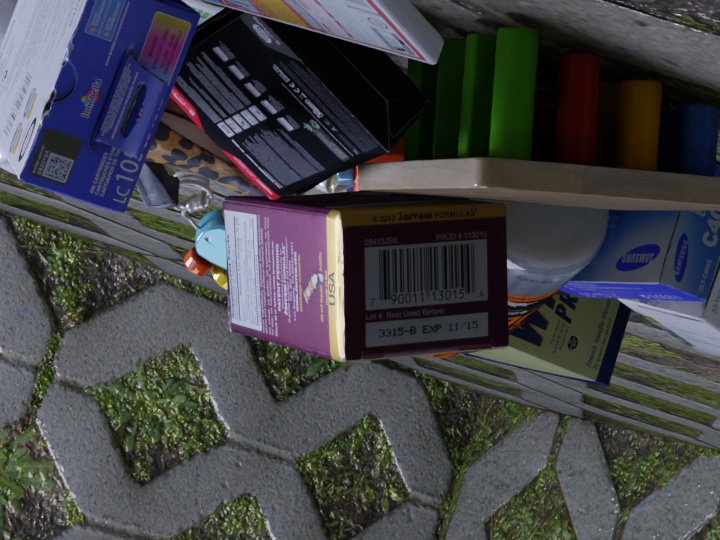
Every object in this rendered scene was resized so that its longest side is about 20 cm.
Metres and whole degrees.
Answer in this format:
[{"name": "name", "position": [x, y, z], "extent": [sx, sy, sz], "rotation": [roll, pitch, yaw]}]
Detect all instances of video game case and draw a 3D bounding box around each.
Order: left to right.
[{"name": "video game case", "position": [-0.063, -0.168, 1.194], "extent": [0.199, 0.018, 0.143], "rotation": [18, 173, 22]}]

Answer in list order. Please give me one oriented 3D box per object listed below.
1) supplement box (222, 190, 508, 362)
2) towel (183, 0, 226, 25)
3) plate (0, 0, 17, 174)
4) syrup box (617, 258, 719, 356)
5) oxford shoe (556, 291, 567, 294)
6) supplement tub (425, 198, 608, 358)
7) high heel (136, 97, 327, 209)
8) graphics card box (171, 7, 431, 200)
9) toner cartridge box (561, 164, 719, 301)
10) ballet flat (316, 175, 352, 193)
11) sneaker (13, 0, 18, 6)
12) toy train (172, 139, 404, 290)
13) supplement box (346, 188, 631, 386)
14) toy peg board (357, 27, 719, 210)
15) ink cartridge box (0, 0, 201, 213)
[{"name": "supplement box", "position": [0.000, 0.000, 1.499], "extent": [0.130, 0.104, 0.200], "rotation": [-4, -173, -25]}, {"name": "towel", "position": [-0.078, -0.162, 1.514], "extent": [0.152, 0.024, 0.200], "rotation": [20, 174, -12]}, {"name": "plate", "position": [-0.297, -0.153, 1.567], "extent": [0.199, 0.032, 0.200], "rotation": [36, 150, -6]}, {"name": "syrup box", "position": [0.293, 0.018, 1.798], "extent": [0.081, 0.079, 0.200], "rotation": [14, 173, 31]}, {"name": "oxford shoe", "position": [0.216, -0.031, 1.681], "extent": [0.071, 0.072, 0.199], "rotation": [9, 165, -43]}, {"name": "supplement tub", "position": [0.090, -0.015, 1.600], "extent": [0.122, 0.123, 0.200], "rotation": [19, 151, -13]}, {"name": "high heel", "position": [-0.088, -0.111, 1.552], "extent": [0.199, 0.072, 0.143], "rotation": [-14, 146, 7]}, {"name": "graphics card box", "position": [-0.050, -0.118, 1.384], "extent": [0.125, 0.051, 0.200], "rotation": [46, 159, -11]}, {"name": "toner cartridge box", "position": [0.200, -0.029, 1.575], "extent": [0.043, 0.095, 0.200], "rotation": [19, 173, -20]}, {"name": "ballet flat", "position": [-0.028, -0.099, 1.721], "extent": [0.067, 0.067, 0.200], "rotation": [21, 177, 32]}, {"name": "sneaker", "position": [-0.253, -0.197, 1.553], "extent": [0.199, 0.076, 0.088], "rotation": [7, 155, 38]}, {"name": "toy train", "position": [-0.047, -0.054, 1.679], "extent": [0.199, 0.056, 0.151], "rotation": [-5, 129, 1]}, {"name": "supplement box", "position": [0.106, -0.001, 1.899], "extent": [0.199, 0.135, 0.200], "rotation": [22, 172, -38]}, {"name": "toy peg board", "position": [0.127, -0.092, 1.352], "extent": [0.198, 0.098, 0.200], "rotation": [3, -179, -21]}, {"name": "ink cartridge box", "position": [-0.170, -0.124, 1.344], "extent": [0.076, 0.137, 0.200], "rotation": [18, -168, -22]}]
